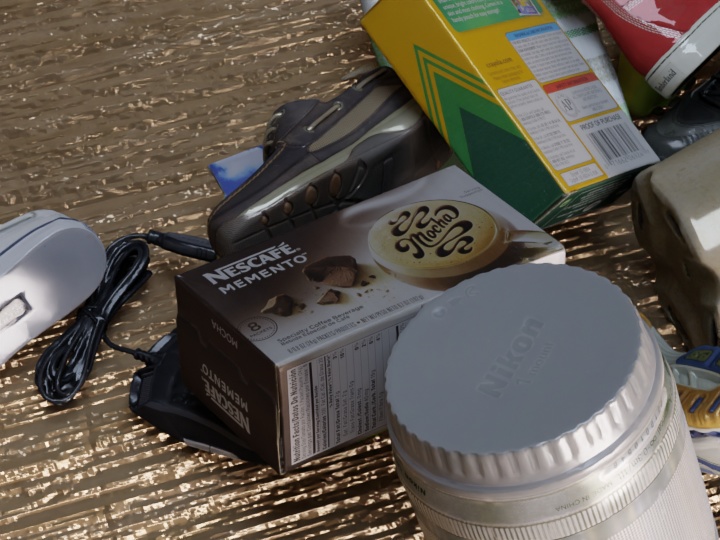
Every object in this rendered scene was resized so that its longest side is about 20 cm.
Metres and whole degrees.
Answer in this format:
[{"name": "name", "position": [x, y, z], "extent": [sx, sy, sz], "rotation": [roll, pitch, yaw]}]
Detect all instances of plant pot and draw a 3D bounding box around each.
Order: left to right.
[{"name": "plant pot", "position": [0.274, -0.032, 1.702], "extent": [0.183, 0.201, 0.201], "rotation": [-22, 59, -9]}]

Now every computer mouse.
[{"name": "computer mouse", "position": [-0.085, 0.050, 1.673], "extent": [0.199, 0.046, 0.141], "rotation": [13, 57, 16]}]

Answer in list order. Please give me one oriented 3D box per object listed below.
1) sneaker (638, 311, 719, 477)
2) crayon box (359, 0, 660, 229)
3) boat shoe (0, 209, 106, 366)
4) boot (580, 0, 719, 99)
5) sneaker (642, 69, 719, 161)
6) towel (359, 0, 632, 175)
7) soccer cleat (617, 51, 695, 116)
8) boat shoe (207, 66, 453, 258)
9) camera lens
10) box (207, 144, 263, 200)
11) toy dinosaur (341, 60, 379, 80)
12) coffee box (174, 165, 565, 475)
[{"name": "sneaker", "position": [0.176, 0.083, 1.653], "extent": [0.075, 0.088, 0.200], "rotation": [-42, 35, -16]}, {"name": "crayon box", "position": [0.084, -0.123, 1.703], "extent": [0.200, 0.052, 0.126], "rotation": [55, 33, 10]}, {"name": "boat shoe", "position": [-0.246, 0.031, 1.657], "extent": [0.200, 0.074, 0.065], "rotation": [-31, 33, -20]}, {"name": "boot", "position": [0.208, -0.217, 1.798], "extent": [0.144, 0.072, 0.200], "rotation": [46, 52, 5]}, {"name": "sneaker", "position": [0.260, -0.126, 1.801], "extent": [0.200, 0.091, 0.066], "rotation": [-22, 38, -28]}, {"name": "towel", "position": [0.085, -0.139, 1.786], "extent": [0.149, 0.031, 0.201], "rotation": [-15, 76, -7]}, {"name": "soccer cleat", "position": [0.200, -0.178, 1.862], "extent": [0.084, 0.065, 0.200], "rotation": [22, 51, 9]}, {"name": "boat shoe", "position": [-0.025, -0.063, 1.693], "extent": [0.073, 0.075, 0.200], "rotation": [36, 48, 29]}, {"name": "camera lens", "position": [0.108, 0.116, 1.537], "extent": [0.159, 0.200, 0.160], "rotation": [-12, 41, 10]}, {"name": "box", "position": [0.000, 0.000, 1.715], "extent": [0.122, 0.048, 0.200], "rotation": [-21, 59, -22]}, {"name": "toy dinosaur", "position": [0.095, -0.122, 1.811], "extent": [0.200, 0.058, 0.101], "rotation": [29, 57, 13]}, {"name": "coffee box", "position": [0.006, 0.026, 1.595], "extent": [0.200, 0.080, 0.113], "rotation": [-22, 39, -26]}]
